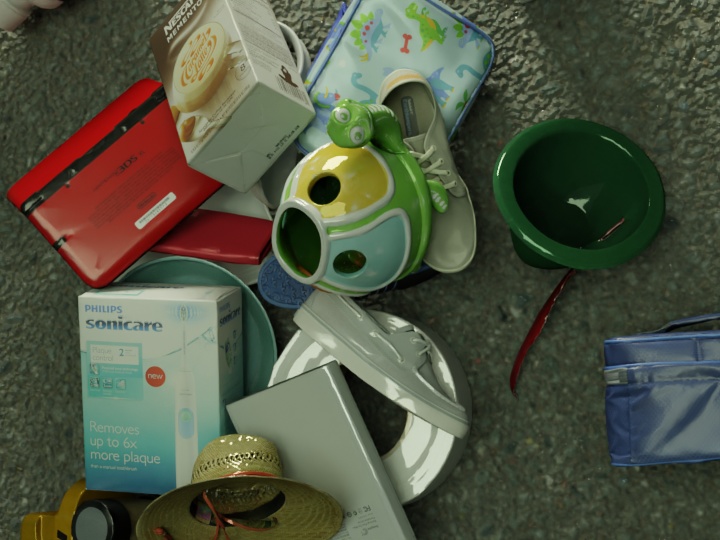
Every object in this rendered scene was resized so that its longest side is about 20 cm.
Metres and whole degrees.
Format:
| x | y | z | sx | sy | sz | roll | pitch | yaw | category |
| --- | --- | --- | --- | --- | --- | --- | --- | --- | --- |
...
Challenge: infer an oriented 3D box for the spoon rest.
| x | y | z | sx | sy | sz | roll | pitch | yaw | category |
| --- | --- | --- | --- | --- | --- | --- | --- | --- | --- |
| -0.085 | -0.162 | 1.491 | 0.060 | 0.099 | 0.201 | -3 | 75 | 18 | spoon rest |

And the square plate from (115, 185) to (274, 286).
| x | y | z | sx | sy | sz | roll | pitch | yaw | category |
| --- | --- | --- | --- | --- | --- | --- | --- | --- | --- |
| -0.191 | -0.055 | 1.542 | 0.199 | 0.028 | 0.199 | -23 | 79 | 14 | square plate |

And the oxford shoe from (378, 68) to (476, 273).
| x | y | z | sx | sy | sz | roll | pitch | yaw | category |
| --- | --- | --- | --- | --- | --- | --- | --- | --- | --- |
| 0.060 | -0.094 | 1.374 | 0.075 | 0.058 | 0.201 | -15 | 91 | 1 | oxford shoe |

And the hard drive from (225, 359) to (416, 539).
| x | y | z | sx | sy | sz | roll | pitch | yaw | category |
| --- | --- | --- | --- | --- | --- | --- | --- | --- | --- |
| -0.036 | 0.199 | 1.392 | 0.132 | 0.026 | 0.201 | -23 | 91 | 32 | hard drive |

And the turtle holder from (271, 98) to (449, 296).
| x | y | z | sx | sy | sz | roll | pitch | yaw | category |
| --- | --- | --- | --- | --- | --- | --- | --- | --- | --- |
| -0.003 | -0.057 | 1.320 | 0.141 | 0.131 | 0.186 | 55 | 139 | 11 | turtle holder |

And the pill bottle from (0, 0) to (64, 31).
| x | y | z | sx | sy | sz | roll | pitch | yaw | category |
| --- | --- | --- | --- | --- | --- | --- | --- | --- | --- |
| -0.334 | -0.354 | 1.564 | 0.200 | 0.111 | 0.112 | -41 | 76 | 9 | pill bottle |

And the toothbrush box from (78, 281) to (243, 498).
| x | y | z | sx | sy | sz | roll | pitch | yaw | category |
| --- | --- | --- | --- | --- | --- | --- | --- | --- | --- |
| -0.196 | 0.117 | 1.455 | 0.146 | 0.085 | 0.201 | 3 | 99 | 12 | toothbrush box |

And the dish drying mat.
| x | y | z | sx | sy | sz | roll | pitch | yaw | category |
| --- | --- | --- | --- | --- | --- | --- | --- | --- | --- |
| -0.183 | -0.040 | 1.493 | 0.199 | 0.077 | 0.018 | 8 | 129 | 17 | dish drying mat |

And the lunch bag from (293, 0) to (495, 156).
| x | y | z | sx | sy | sz | roll | pitch | yaw | category |
| --- | --- | --- | --- | --- | --- | --- | --- | --- | --- |
| 0.027 | -0.180 | 1.440 | 0.160 | 0.082 | 0.201 | 29 | 95 | -4 | lunch bag |

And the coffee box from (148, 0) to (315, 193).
| x | y | z | sx | sy | sz | roll | pitch | yaw | category |
| --- | --- | --- | --- | --- | --- | --- | --- | --- | --- |
| -0.130 | -0.191 | 1.430 | 0.114 | 0.080 | 0.200 | -45 | 43 | 23 | coffee box |

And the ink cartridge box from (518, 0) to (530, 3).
| x | y | z | sx | sy | sz | roll | pitch | yaw | category |
| --- | --- | --- | --- | --- | --- | --- | --- | --- | --- |
| 0.146 | -0.352 | 1.376 | 0.084 | 0.200 | 0.146 | -18 | 81 | 20 | ink cartridge box |

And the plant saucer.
| x | y | z | sx | sy | sz | roll | pitch | yaw | category |
| --- | --- | --- | --- | --- | --- | --- | --- | --- | --- |
| -0.177 | 0.082 | 1.506 | 0.199 | 0.036 | 0.201 | 2 | 100 | 13 | plant saucer |

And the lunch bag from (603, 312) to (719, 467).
| x | y | z | sx | sy | sz | roll | pitch | yaw | category |
| --- | --- | --- | --- | --- | --- | --- | --- | --- | --- |
| 0.321 | 0.105 | 1.322 | 0.199 | 0.136 | 0.133 | -6 | 84 | 16 | lunch bag |

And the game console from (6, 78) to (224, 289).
| x | y | z | sx | sy | sz | roll | pitch | yaw | category |
| --- | --- | --- | --- | --- | --- | --- | --- | --- | --- |
| -0.247 | -0.094 | 1.503 | 0.200 | 0.119 | 0.172 | -42 | 84 | -9 | game console |

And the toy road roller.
| x | y | z | sx | sy | sz | roll | pitch | yaw | category |
| --- | --- | --- | --- | --- | --- | --- | --- | --- | --- |
| -0.272 | 0.313 | 1.495 | 0.145 | 0.123 | 0.201 | 0 | 86 | 32 | toy road roller |

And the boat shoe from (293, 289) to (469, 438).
| x | y | z | sx | sy | sz | roll | pitch | yaw | category |
| --- | --- | --- | --- | --- | --- | --- | --- | --- | --- |
| 0.030 | 0.080 | 1.376 | 0.200 | 0.072 | 0.069 | 36 | 90 | 20 | boat shoe |

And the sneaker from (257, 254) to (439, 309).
| x | y | z | sx | sy | sz | roll | pitch | yaw | category |
| --- | --- | --- | --- | --- | --- | --- | --- | --- | --- |
| 0.000 | 0.000 | 1.454 | 0.199 | 0.078 | 0.071 | -12 | 78 | 14 | sneaker |

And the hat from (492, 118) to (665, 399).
| x | y | z | sx | sy | sz | roll | pitch | yaw | category |
| --- | --- | --- | --- | --- | --- | --- | --- | --- | --- |
| 0.185 | -0.025 | 1.435 | 0.200 | 0.176 | 0.166 | -36 | 71 | -28 | hat |

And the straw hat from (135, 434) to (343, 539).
| x | y | z | sx | sy | sz | roll | pitch | yaw | category |
| --- | --- | --- | --- | --- | --- | --- | --- | --- | --- |
| -0.117 | 0.202 | 1.368 | 0.200 | 0.201 | 0.085 | -15 | 53 | 15 | straw hat |

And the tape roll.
| x | y | z | sx | sy | sz | roll | pitch | yaw | category |
| --- | --- | --- | --- | --- | --- | --- | --- | --- | --- |
| 0.007 | 0.139 | 1.447 | 0.201 | 0.071 | 0.204 | -1 | 86 | 17 | tape roll |
